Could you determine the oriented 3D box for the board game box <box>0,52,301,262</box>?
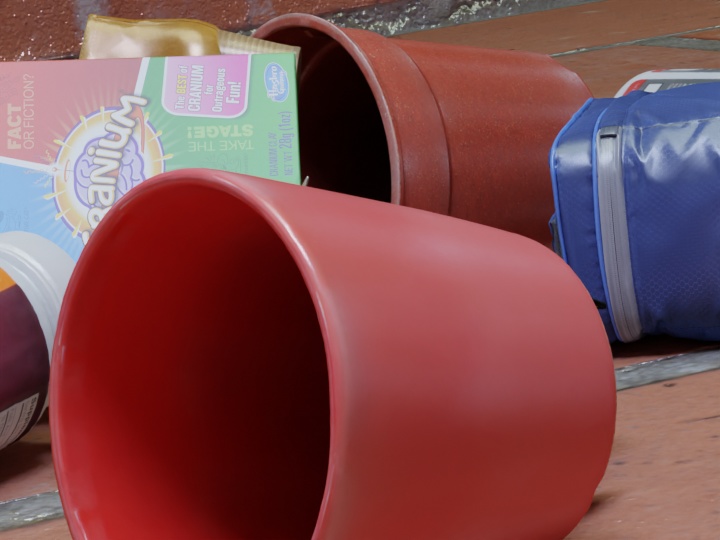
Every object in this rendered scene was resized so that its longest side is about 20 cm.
[{"bbox_3d":[-0.133,-0.047,1.702,0.199,0.154,0.040,-2,-26,-3],"label":"board game box"}]

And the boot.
[{"bbox_3d":[-0.114,-0.050,1.780,0.143,0.202,0.071,5,-7,4],"label":"boot"}]

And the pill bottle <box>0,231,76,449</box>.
[{"bbox_3d":[-0.230,0.052,1.545,0.114,0.115,0.200,0,16,33],"label":"pill bottle"}]

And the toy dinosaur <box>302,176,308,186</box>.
[{"bbox_3d":[-0.089,0.042,1.612,0.200,0.058,0.101,-47,11,-27],"label":"toy dinosaur"}]

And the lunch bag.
[{"bbox_3d":[0.175,-0.036,1.734,0.132,0.137,0.200,-4,10,13],"label":"lunch bag"}]

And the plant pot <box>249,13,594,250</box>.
[{"bbox_3d":[0.039,-0.062,1.866,0.195,0.202,0.200,-5,7,-37],"label":"plant pot"}]

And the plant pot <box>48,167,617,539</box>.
[{"bbox_3d":[-0.003,0.056,1.237,0.177,0.202,0.200,-1,4,-39],"label":"plant pot"}]

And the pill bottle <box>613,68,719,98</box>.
[{"bbox_3d":[0.263,-0.074,1.955,0.116,0.116,0.199,-16,14,-42],"label":"pill bottle"}]

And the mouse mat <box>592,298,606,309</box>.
[{"bbox_3d":[0.000,0.000,1.436,0.199,0.008,0.161,3,-7,33],"label":"mouse mat"}]
